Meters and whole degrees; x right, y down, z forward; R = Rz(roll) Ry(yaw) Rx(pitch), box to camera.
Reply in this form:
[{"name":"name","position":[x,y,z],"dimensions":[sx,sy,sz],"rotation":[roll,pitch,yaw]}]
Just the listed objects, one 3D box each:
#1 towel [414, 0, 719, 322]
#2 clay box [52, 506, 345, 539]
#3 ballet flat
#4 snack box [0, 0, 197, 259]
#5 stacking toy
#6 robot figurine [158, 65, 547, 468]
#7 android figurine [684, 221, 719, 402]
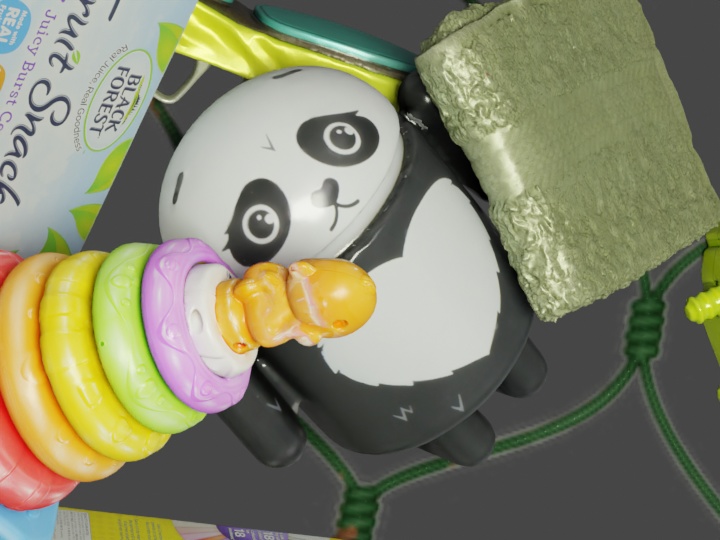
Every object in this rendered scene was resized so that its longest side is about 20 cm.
[{"name":"towel","position":[0.102,-0.063,0.908],"dimensions":[0.200,0.036,0.149],"rotation":[-31,97,-56]},{"name":"clay box","position":[-0.070,0.160,0.866],"dimensions":[0.199,0.115,0.048],"rotation":[10,115,-15]},{"name":"ballet flat","position":[-0.062,-0.102,0.910],"dimensions":[0.199,0.067,0.067],"rotation":[22,104,-11]},{"name":"snack box","position":[-0.152,-0.089,0.810],"dimensions":[0.142,0.053,0.201],"rotation":[5,120,-46]},{"name":"stacking toy","position":[-0.083,0.028,0.774],"dimensions":[0.116,0.199,0.110],"rotation":[49,33,-43]},{"name":"robot figurine","position":[0.000,0.001,0.871],"dimensions":[0.200,0.124,0.151],"rotation":[49,34,-30]},{"name":"android figurine","position":[0.256,0.004,1.004],"dimensions":[0.199,0.041,0.183],"rotation":[-21,95,-17]}]
